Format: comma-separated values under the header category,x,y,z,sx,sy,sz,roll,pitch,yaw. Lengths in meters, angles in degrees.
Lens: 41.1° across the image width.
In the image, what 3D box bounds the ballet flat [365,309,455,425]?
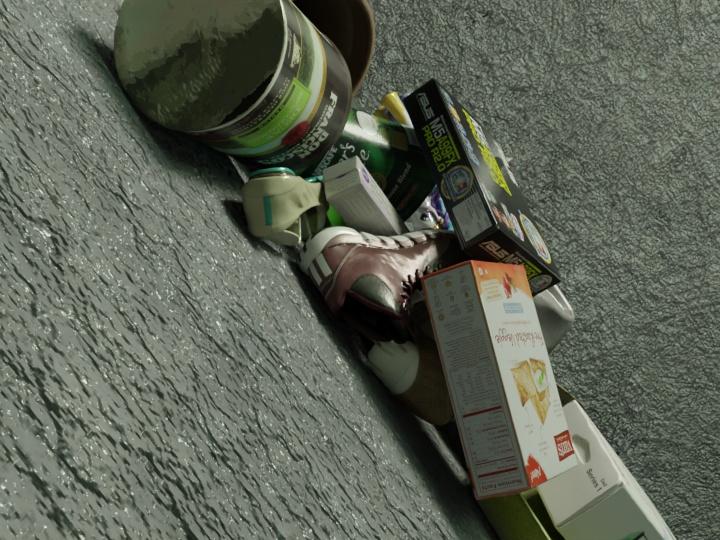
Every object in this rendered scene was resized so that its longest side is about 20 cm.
category,x,y,z,sx,sy,sz,roll,pitch,yaw
ballet flat,0.032,0.070,0.923,0.072,0.068,0.201,24,25,-31

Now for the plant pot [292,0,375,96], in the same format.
category,x,y,z,sx,sy,sz,roll,pitch,yaw
plant pot,-0.107,-0.302,1.226,0.174,0.201,0.200,40,-1,36

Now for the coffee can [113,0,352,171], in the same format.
category,x,y,z,sx,sy,sz,roll,pitch,yaw
coffee can,-0.102,-0.173,0.833,0.147,0.146,0.200,56,10,11

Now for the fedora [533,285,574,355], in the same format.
category,x,y,z,sx,sy,sz,roll,pitch,yaw
fedora,0.174,0.038,1.095,0.200,0.090,0.177,43,24,-1

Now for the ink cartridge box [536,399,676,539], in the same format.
category,x,y,z,sx,sy,sz,roll,pitch,yaw
ink cartridge box,0.263,0.259,1.015,0.200,0.084,0.145,50,10,-26

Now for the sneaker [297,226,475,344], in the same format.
category,x,y,z,sx,sy,sz,roll,pitch,yaw
sneaker,0.043,0.022,0.908,0.198,0.076,0.116,-1,46,-29

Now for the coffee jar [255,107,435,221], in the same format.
category,x,y,z,sx,sy,sz,roll,pitch,yaw
coffee jar,-0.019,-0.125,1.019,0.199,0.104,0.086,18,39,-29

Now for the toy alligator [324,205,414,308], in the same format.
category,x,y,z,sx,sy,sz,roll,pitch,yaw
toy alligator,0.000,0.000,1.035,0.200,0.059,0.055,51,52,-37

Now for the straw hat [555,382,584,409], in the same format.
category,x,y,z,sx,sy,sz,roll,pitch,yaw
straw hat,0.183,0.159,1.233,0.200,0.085,0.201,33,-5,3

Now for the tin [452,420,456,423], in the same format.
category,x,y,z,sx,sy,sz,roll,pitch,yaw
tin,0.134,0.139,1.075,0.111,0.042,0.200,21,8,3

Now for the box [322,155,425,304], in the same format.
category,x,y,z,sx,sy,sz,roll,pitch,yaw
box,0.025,-0.035,0.967,0.200,0.041,0.039,50,24,-46

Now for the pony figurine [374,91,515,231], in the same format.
category,x,y,z,sx,sy,sz,roll,pitch,yaw
pony figurine,0.076,-0.125,1.215,0.201,0.166,0.193,57,41,1

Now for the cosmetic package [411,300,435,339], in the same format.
category,x,y,z,sx,sy,sz,roll,pitch,yaw
cosmetic package,0.077,0.038,1.209,0.104,0.073,0.200,54,10,1

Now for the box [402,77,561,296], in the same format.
category,x,y,z,sx,sy,sz,roll,pitch,yaw
box,0.127,-0.085,1.007,0.160,0.044,0.201,31,35,-50

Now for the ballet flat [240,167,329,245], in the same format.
category,x,y,z,sx,sy,sz,roll,pitch,yaw
ballet flat,-0.065,-0.056,0.893,0.070,0.069,0.200,55,11,4

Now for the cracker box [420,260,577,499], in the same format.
category,x,y,z,sx,sy,sz,roll,pitch,yaw
cracker box,0.130,0.096,0.879,0.134,0.057,0.202,3,72,-61

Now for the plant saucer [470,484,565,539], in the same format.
category,x,y,z,sx,sy,sz,roll,pitch,yaw
plant saucer,0.182,0.270,0.980,0.201,0.048,0.200,57,10,18
